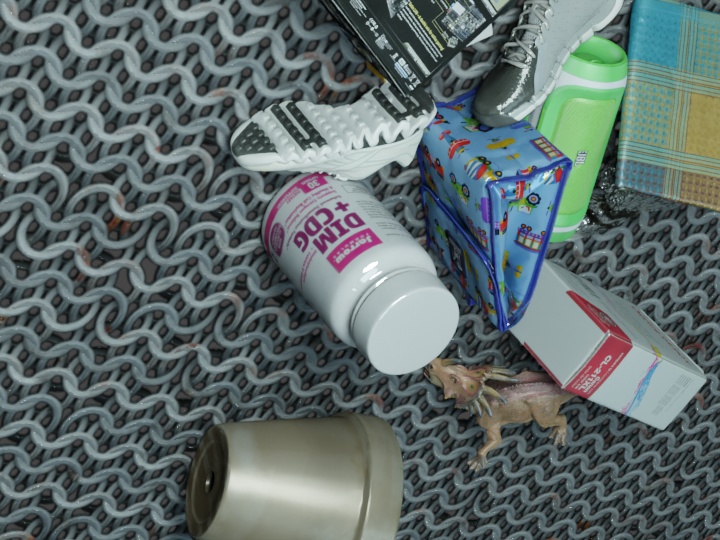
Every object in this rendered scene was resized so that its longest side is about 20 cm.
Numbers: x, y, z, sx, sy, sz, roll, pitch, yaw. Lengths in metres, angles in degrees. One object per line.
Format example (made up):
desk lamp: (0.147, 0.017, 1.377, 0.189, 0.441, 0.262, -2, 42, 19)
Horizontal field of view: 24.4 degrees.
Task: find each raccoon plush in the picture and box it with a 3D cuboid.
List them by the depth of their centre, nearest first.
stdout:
raccoon plush: (0.270, -0.128, 1.732, 0.200, 0.134, 0.097, -21, 160, 24)

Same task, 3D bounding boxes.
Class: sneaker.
sneaker: (-0.025, -0.113, 1.523, 0.199, 0.075, 0.081, -12, 141, -25)
sneaker: (0.156, -0.235, 1.545, 0.200, 0.075, 0.116, -50, 134, -17)

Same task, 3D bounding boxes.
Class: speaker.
speaker: (0.203, -0.131, 1.655, 0.088, 0.088, 0.200, -8, 127, -30)

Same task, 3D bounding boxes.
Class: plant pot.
plant pot: (-0.077, 0.230, 1.686, 0.173, 0.200, 0.200, 14, 116, -23)

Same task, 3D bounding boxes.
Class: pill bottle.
pill bottle: (0.000, 0.000, 1.530, 0.113, 0.200, 0.114, -19, 132, -23)

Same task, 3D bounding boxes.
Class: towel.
towel: (0.323, -0.165, 1.657, 0.146, 0.022, 0.201, 11, 81, -22)

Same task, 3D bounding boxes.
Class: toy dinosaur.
toy dinosaur: (0.172, 0.137, 1.821, 0.199, 0.086, 0.136, -11, 142, -11)

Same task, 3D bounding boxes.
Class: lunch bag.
lunch bag: (0.119, -0.051, 1.610, 0.094, 0.151, 0.200, -18, 131, -23)

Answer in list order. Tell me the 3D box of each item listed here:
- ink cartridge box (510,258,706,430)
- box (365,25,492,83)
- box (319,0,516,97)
ink cartridge box: (0.263, 0.082, 1.819, 0.200, 0.146, 0.083, 24, 109, -44)
box: (0.054, -0.257, 1.483, 0.119, 0.041, 0.200, -26, 132, -16)
box: (0.033, -0.271, 1.369, 0.164, 0.086, 0.200, -42, 135, 1)
